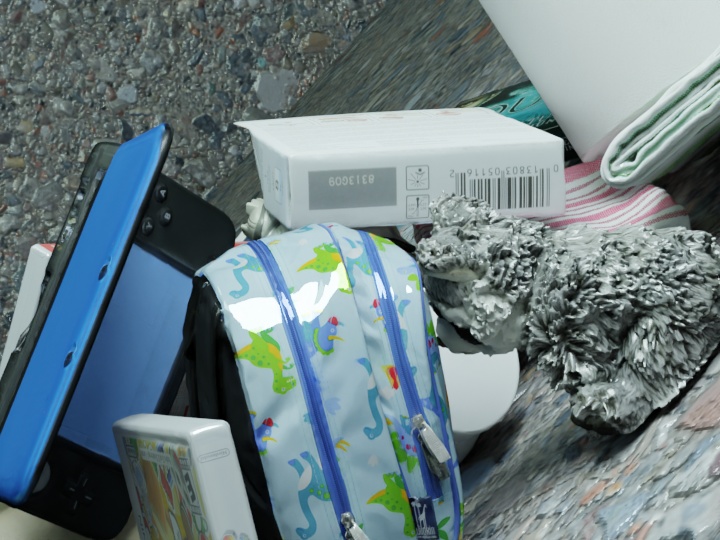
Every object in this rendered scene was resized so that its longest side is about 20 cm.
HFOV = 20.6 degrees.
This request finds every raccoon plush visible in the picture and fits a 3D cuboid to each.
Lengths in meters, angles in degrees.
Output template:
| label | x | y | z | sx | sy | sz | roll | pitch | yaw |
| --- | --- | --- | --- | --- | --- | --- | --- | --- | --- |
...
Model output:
| label | x | y | z | sx | sy | sz | roll | pitch | yaw |
| --- | --- | --- | --- | --- | --- | --- | --- | --- | --- |
| raccoon plush | 0.120 | -0.018 | 0.943 | 0.200 | 0.134 | 0.097 | -44 | 8 | 7 |

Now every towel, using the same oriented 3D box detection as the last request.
| label | x | y | z | sx | sy | sz | roll | pitch | yaw |
| --- | --- | --- | --- | --- | --- | --- | --- | --- | --- |
| towel | 0.207 | -0.105 | 1.070 | 0.149 | 0.031 | 0.200 | -41 | -8 | 22 |
| towel | 0.104 | -0.033 | 1.163 | 0.145 | 0.030 | 0.200 | -12 | 11 | 0 |

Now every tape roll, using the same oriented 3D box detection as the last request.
| label | x | y | z | sx | sy | sz | roll | pitch | yaw |
| --- | --- | --- | --- | --- | --- | --- | --- | --- | --- |
| tape roll | 0.178 | -0.175 | 1.169 | 0.202 | 0.140 | 0.203 | -33 | -6 | -4 |

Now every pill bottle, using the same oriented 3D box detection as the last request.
| label | x | y | z | sx | sy | sz | roll | pitch | yaw |
| --- | --- | --- | --- | --- | --- | --- | --- | --- | --- |
| pill bottle | 0.003 | 0.074 | 1.123 | 0.111 | 0.111 | 0.200 | -51 | 11 | -32 |

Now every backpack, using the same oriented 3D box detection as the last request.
| label | x | y | z | sx | sy | sz | roll | pitch | yaw |
| --- | --- | --- | --- | --- | --- | --- | --- | --- | --- |
| backpack | -0.019 | 0.079 | 0.941 | 0.153 | 0.201 | 0.163 | -29 | 11 | -3 |

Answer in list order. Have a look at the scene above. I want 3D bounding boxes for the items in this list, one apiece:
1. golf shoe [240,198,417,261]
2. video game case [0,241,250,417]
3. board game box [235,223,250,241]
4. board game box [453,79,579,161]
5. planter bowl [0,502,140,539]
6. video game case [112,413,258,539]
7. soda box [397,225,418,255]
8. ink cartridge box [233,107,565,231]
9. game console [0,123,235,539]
| label | x | y | z | sx | sy | sz | roll | pitch | yaw |
| --- | --- | --- | --- | --- | --- | --- | --- | --- | --- |
| golf shoe | 0.000 | 0.000 | 1.211 | 0.200 | 0.096 | 0.079 | -12 | -66 | -68 |
| video game case | -0.132 | 0.052 | 1.166 | 0.199 | 0.017 | 0.144 | -2 | -66 | -52 |
| board game box | -0.101 | 0.082 | 1.455 | 0.200 | 0.026 | 0.201 | -55 | -22 | -44 |
| board game box | 0.127 | -0.105 | 1.367 | 0.199 | 0.028 | 0.135 | -15 | 20 | 36 |
| planter bowl | -0.173 | 0.199 | 1.197 | 0.134 | 0.202 | 0.200 | -19 | -1 | -23 |
| video game case | -0.071 | 0.159 | 0.929 | 0.023 | 0.184 | 0.200 | -14 | 1 | -17 |
| soda box | 0.057 | -0.002 | 1.350 | 0.068 | 0.064 | 0.200 | -41 | 10 | 19 |
| ink cartridge box | 0.016 | -0.063 | 1.169 | 0.158 | 0.048 | 0.200 | -4 | 10 | -12 |
| game console | -0.119 | 0.041 | 1.043 | 0.118 | 0.170 | 0.202 | 13 | 77 | 41 |
